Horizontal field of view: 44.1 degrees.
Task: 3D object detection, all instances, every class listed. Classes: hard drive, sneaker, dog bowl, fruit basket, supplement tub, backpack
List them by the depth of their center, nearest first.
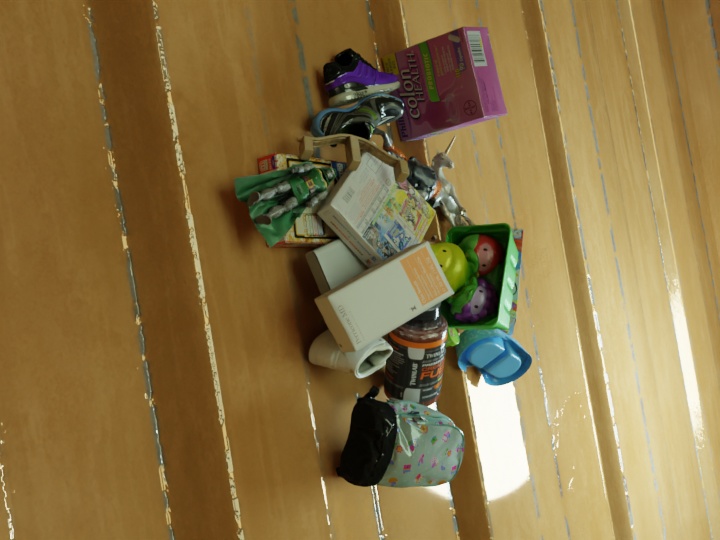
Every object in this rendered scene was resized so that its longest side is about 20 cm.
[{"bbox_3d":[0.076,0.298,1.509,0.200,0.127,0.167,11,103,-38],"label":"backpack"},{"bbox_3d":[0.016,0.117,1.519,0.200,0.115,0.074,-41,139,-43],"label":"sneaker"},{"bbox_3d":[0.000,0.000,1.528,0.200,0.027,0.132,-28,96,-48],"label":"hard drive"},{"bbox_3d":[0.098,0.138,1.576,0.107,0.107,0.200,-35,136,-48],"label":"supplement tub"},{"bbox_3d":[0.003,-0.263,1.604,0.200,0.071,0.083,-24,59,-36],"label":"sneaker"},{"bbox_3d":[0.189,0.004,1.622,0.216,0.155,0.216,5,84,-55],"label":"fruit basket"},{"bbox_3d":[0.001,-0.369,1.663,0.200,0.070,0.100,-25,96,-52],"label":"sneaker"},{"bbox_3d":[0.271,0.172,1.837,0.200,0.111,0.050,31,27,-43],"label":"dog bowl"}]

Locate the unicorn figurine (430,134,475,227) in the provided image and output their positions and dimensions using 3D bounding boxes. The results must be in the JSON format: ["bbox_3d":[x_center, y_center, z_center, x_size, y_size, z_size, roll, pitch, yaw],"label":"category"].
[{"bbox_3d":[0.182,-0.150,1.809,0.200,0.074,0.137,84,-11,-50],"label":"unicorn figurine"}]

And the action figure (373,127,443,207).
[{"bbox_3d":[0.084,-0.157,1.692,0.193,0.105,0.200,23,63,-35],"label":"action figure"}]

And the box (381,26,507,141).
[{"bbox_3d":[0.165,-0.366,1.756,0.097,0.200,0.176,-18,96,-50],"label":"box"}]

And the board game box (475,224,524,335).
[{"bbox_3d":[0.278,0.020,1.853,0.105,0.103,0.200,79,18,-65],"label":"board game box"}]

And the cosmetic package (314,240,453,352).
[{"bbox_3d":[0.039,0.042,1.441,0.200,0.071,0.102,-30,95,-21],"label":"cosmetic package"}]

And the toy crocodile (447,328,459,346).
[{"bbox_3d":[0.128,0.121,1.706,0.200,0.067,0.062,16,51,-50],"label":"toy crocodile"}]

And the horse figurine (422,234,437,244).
[{"bbox_3d":[0.127,0.006,1.706,0.133,0.050,0.200,-3,91,-77],"label":"horse figurine"}]

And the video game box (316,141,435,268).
[{"bbox_3d":[0.033,-0.101,1.553,0.182,0.047,0.200,45,44,-15],"label":"video game box"}]

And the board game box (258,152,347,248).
[{"bbox_3d":[-0.081,-0.116,1.521,0.200,0.046,0.152,1,81,-50],"label":"board game box"}]

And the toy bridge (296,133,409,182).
[{"bbox_3d":[-0.014,-0.202,1.519,0.200,0.027,0.067,11,49,-21],"label":"toy bridge"}]

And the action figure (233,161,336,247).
[{"bbox_3d":[-0.104,-0.128,1.425,0.200,0.055,0.118,-36,105,-48],"label":"action figure"}]
